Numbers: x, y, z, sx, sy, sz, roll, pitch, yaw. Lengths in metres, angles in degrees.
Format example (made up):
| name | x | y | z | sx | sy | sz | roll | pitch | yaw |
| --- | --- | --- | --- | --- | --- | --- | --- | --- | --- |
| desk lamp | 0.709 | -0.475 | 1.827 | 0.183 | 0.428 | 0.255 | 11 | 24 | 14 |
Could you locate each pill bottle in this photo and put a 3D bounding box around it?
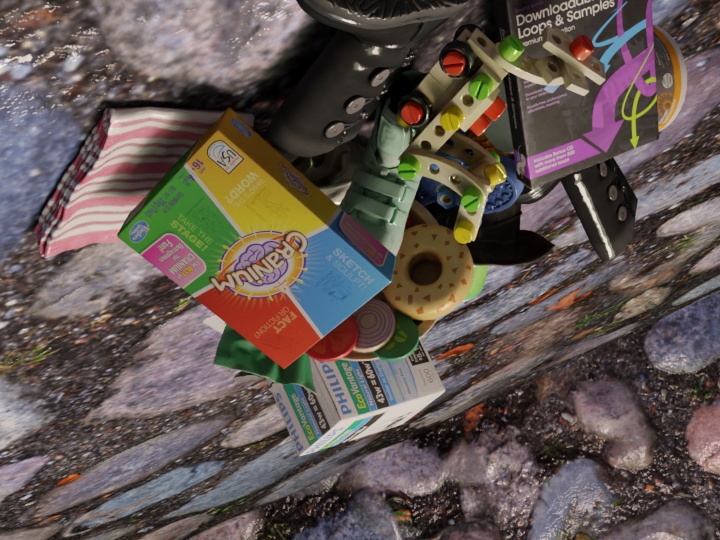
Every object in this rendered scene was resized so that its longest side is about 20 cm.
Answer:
| name | x | y | z | sx | sy | sz | roll | pitch | yaw |
| --- | --- | --- | --- | --- | --- | --- | --- | --- | --- |
| pill bottle | 0.221 | -0.181 | 0.997 | 0.197 | 0.118 | 0.117 | -15 | 160 | -28 |

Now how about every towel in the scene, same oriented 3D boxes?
| name | x | y | z | sx | sy | sz | roll | pitch | yaw |
| --- | --- | --- | --- | --- | --- | --- | --- | --- | --- |
| towel | -0.194 | -0.077 | 0.887 | 0.145 | 0.030 | 0.200 | -9 | 155 | -42 |

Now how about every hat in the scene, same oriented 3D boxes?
| name | x | y | z | sx | sy | sz | roll | pitch | yaw |
| --- | --- | --- | --- | --- | --- | --- | --- | --- | --- |
| hat | 0.121 | -0.062 | 1.114 | 0.197 | 0.082 | 0.201 | -1 | -165 | 0 |

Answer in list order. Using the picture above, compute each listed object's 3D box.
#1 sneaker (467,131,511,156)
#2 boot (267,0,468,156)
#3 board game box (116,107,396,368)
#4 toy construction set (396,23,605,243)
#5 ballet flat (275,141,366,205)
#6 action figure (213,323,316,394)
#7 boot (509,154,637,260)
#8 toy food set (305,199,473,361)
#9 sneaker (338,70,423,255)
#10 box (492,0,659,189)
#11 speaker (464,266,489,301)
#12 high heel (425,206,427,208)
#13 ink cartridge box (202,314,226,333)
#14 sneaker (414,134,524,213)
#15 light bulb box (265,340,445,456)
| name | x | y | z | sx | sy | sz | roll | pitch | yaw |
| --- | --- | --- | --- | --- | --- | --- | --- | --- | --- |
| sneaker | 0.186 | -0.131 | 1.166 | 0.198 | 0.074 | 0.077 | -5 | 162 | -40 |
| boot | -0.025 | -0.167 | 0.793 | 0.163 | 0.067 | 0.200 | -8 | 160 | -38 |
| board game box | -0.090 | -0.021 | 0.874 | 0.153 | 0.199 | 0.041 | -39 | -159 | 30 |
| toy construction set | 0.105 | -0.127 | 0.827 | 0.200 | 0.131 | 0.092 | -47 | -174 | 29 |
| ballet flat | -0.044 | -0.098 | 0.983 | 0.197 | 0.070 | 0.070 | -15 | 160 | -26 |
| action figure | -0.090 | 0.024 | 1.056 | 0.117 | 0.203 | 0.054 | 22 | 150 | -28 |
| boot | 0.246 | -0.083 | 1.131 | 0.166 | 0.065 | 0.201 | -56 | 135 | -22 |
| toy food set | 0.000 | 0.000 | 1.013 | 0.197 | 0.200 | 0.049 | -41 | 163 | -13 |
| sneaker | 0.015 | -0.091 | 0.918 | 0.119 | 0.073 | 0.203 | 74 | 38 | -64 |
| box | 0.194 | -0.189 | 0.883 | 0.141 | 0.036 | 0.203 | -21 | 120 | -11 |
| speaker | 0.143 | -0.020 | 1.387 | 0.087 | 0.089 | 0.200 | -22 | 162 | -7 |
| high heel | 0.085 | -0.028 | 1.304 | 0.141 | 0.072 | 0.200 | -21 | 153 | 9 |
| ink cartridge box | -0.092 | -0.001 | 1.163 | 0.198 | 0.069 | 0.116 | -27 | 162 | 4 |
| sneaker | 0.104 | -0.108 | 1.022 | 0.078 | 0.071 | 0.199 | -45 | -152 | -24 |
| light bulb box | -0.021 | 0.129 | 1.403 | 0.198 | 0.200 | 0.125 | -10 | 155 | -41 |
